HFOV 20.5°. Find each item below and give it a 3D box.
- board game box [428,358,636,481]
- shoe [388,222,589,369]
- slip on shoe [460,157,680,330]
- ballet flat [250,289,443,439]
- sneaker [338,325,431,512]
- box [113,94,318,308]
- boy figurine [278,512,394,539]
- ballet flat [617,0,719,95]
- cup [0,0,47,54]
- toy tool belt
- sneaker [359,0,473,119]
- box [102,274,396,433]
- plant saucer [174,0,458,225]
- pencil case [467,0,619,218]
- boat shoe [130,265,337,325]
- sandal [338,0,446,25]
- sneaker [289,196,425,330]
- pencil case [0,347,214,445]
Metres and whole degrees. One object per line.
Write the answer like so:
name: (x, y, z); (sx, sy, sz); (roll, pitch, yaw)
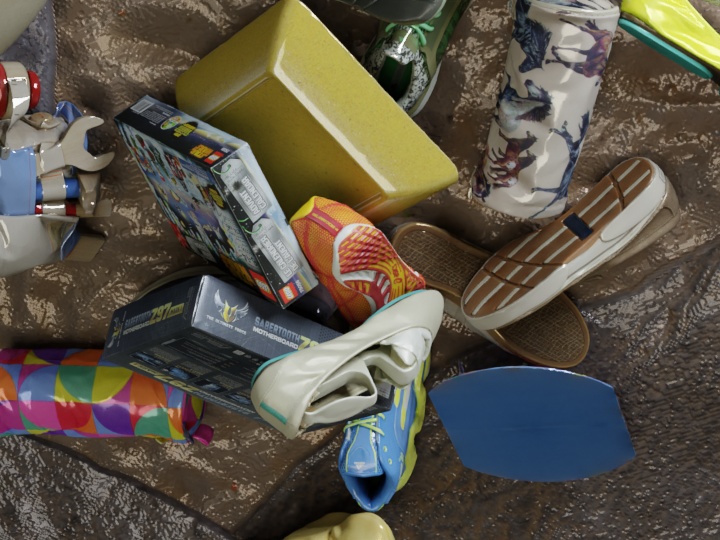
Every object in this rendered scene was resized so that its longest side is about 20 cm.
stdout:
board game box: (0.151, 0.119, 1.721); (0.157, 0.039, 0.200); (-4, 146, 17)
shoe: (0.108, 0.018, 1.697); (0.200, 0.053, 0.070); (33, 85, -11)
slip on shoe: (0.175, -0.010, 1.642); (0.200, 0.076, 0.061); (-40, 126, 3)
ballet flat: (0.005, 0.077, 1.577); (0.069, 0.200, 0.070); (35, 138, 39)
sneaker: (0.019, 0.120, 1.728); (0.075, 0.105, 0.201); (1, 117, 9)
box: (-0.120, -0.058, 1.615); (0.040, 0.200, 0.137); (-36, 119, -16)
boy figurine: (-0.038, 0.257, 1.795); (0.199, 0.124, 0.065); (-18, 93, 38)
ballet flat: (0.294, -0.165, 1.565); (0.200, 0.067, 0.067); (37, 89, -7)
cup: (-0.346, -0.223, 1.579); (0.200, 0.201, 0.144); (26, 124, -3)
toy tool belt: (-0.265, -0.088, 1.686); (0.122, 0.125, 0.201); (-5, 126, -28)
sneaker: (0.045, -0.194, 1.577); (0.077, 0.089, 0.201); (17, 118, 2)
box: (-0.091, 0.074, 1.653); (0.199, 0.051, 0.158); (25, 154, -27)
plant saucer: (-0.049, -0.102, 1.611); (0.200, 0.049, 0.200); (46, 144, -13)
pencil case: (0.142, -0.134, 1.595); (0.089, 0.078, 0.201); (25, 120, 22)
boat shoe: (-0.115, 0.038, 1.734); (0.199, 0.065, 0.072); (-7, 116, 14)
sandal: (-0.013, -0.248, 1.557); (0.201, 0.057, 0.080); (34, 110, 21)
sneaker: (0.000, 0.000, 1.621); (0.077, 0.073, 0.200); (38, 165, 31)
pencil case: (-0.233, 0.114, 1.786); (0.199, 0.088, 0.089); (4, 117, 10)
